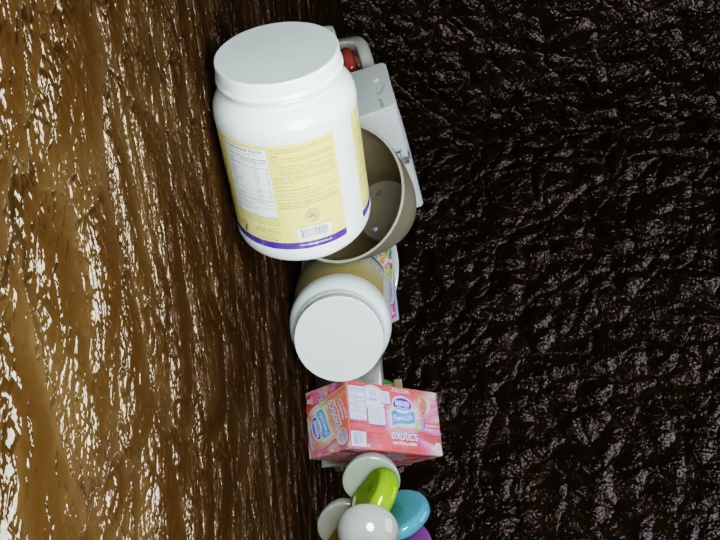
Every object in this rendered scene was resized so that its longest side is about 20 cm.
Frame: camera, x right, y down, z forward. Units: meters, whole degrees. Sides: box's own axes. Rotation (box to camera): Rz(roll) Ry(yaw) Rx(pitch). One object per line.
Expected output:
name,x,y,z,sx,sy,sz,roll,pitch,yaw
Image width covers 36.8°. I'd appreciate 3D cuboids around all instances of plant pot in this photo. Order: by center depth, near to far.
plant pot,0.005,-0.095,1.531,0.200,0.185,0.190,14,69,-69

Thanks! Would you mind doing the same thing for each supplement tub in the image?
supplement tub,-0.069,-0.128,1.082,0.146,0.143,0.202,-92,175,-52
supplement tub,-0.027,0.059,1.526,0.200,0.142,0.146,-86,170,-72

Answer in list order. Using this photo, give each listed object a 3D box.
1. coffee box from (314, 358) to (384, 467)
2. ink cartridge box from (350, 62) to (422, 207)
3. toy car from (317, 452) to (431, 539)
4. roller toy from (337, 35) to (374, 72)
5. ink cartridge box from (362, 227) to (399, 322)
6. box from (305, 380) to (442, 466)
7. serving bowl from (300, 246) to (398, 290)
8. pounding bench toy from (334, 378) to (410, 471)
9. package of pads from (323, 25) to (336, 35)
coffee box,-0.015,0.213,1.756,0.080,0.113,0.203,65,18,-79
ink cartridge box,0.036,-0.216,1.795,0.147,0.085,0.201,-100,171,-50
toy car,0.024,0.370,1.504,0.175,0.148,0.202,-83,-161,-66
roller toy,-0.043,-0.315,1.914,0.183,0.138,0.203,-124,-157,-75
ink cartridge box,0.000,0.000,1.669,0.119,0.042,0.203,-24,113,-42
box,0.021,0.230,1.619,0.199,0.094,0.104,13,65,-43
serving bowl,-0.027,0.005,1.715,0.199,0.065,0.203,-11,105,-44
pounding bench toy,0.019,0.240,1.929,0.125,0.154,0.203,77,8,-66
package of pads,-0.054,-0.244,1.619,0.155,0.067,0.202,83,1,-51
